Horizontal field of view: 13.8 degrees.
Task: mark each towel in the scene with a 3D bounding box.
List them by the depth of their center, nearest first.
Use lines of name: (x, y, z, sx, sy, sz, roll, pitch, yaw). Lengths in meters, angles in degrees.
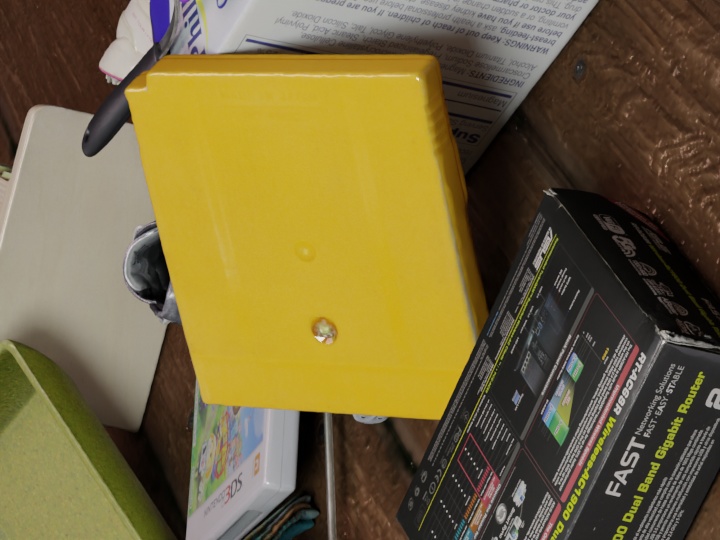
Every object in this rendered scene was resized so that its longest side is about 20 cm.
towel: (-0.107, 0.197, 1.651, 0.147, 0.022, 0.200, -42, -3, 21)

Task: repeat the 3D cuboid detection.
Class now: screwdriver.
screwdriver: (-0.015, 0.081, 1.701, 0.028, 0.029, 0.201, -44, 44, 47)

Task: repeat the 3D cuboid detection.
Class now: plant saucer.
plant saucer: (-0.196, 0.161, 1.916, 0.200, 0.048, 0.200, 55, 138, 10)

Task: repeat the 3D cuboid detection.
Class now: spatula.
spatula: (-0.103, -0.125, 1.551, 0.057, 0.020, 0.200, -96, 29, -42)

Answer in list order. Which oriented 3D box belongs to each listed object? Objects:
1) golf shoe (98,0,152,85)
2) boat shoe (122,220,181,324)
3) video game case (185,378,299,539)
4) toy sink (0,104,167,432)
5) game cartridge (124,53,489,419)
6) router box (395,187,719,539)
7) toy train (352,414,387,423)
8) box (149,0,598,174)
golf shoe: (-0.082, -0.137, 1.779, 0.200, 0.075, 0.092, 20, 97, 46)
boat shoe: (-0.110, -0.005, 1.793, 0.200, 0.068, 0.072, -127, 48, -68)
video game case: (-0.068, 0.059, 1.777, 0.182, 0.022, 0.201, 133, 143, -63)
toy sink: (-0.199, -0.009, 1.989, 0.112, 0.130, 0.201, 24, 101, 64)
game cartridge: (-0.022, -0.017, 1.533, 0.176, 0.032, 0.201, 3, 119, 27)
router box: (0.101, 0.083, 1.416, 0.201, 0.062, 0.150, -66, 27, 21)
toy train: (0.000, 0.000, 1.688, 0.056, 0.042, 0.201, 119, 152, -49)
box: (0.011, -0.156, 1.568, 0.200, 0.183, 0.105, -53, 38, 40)
